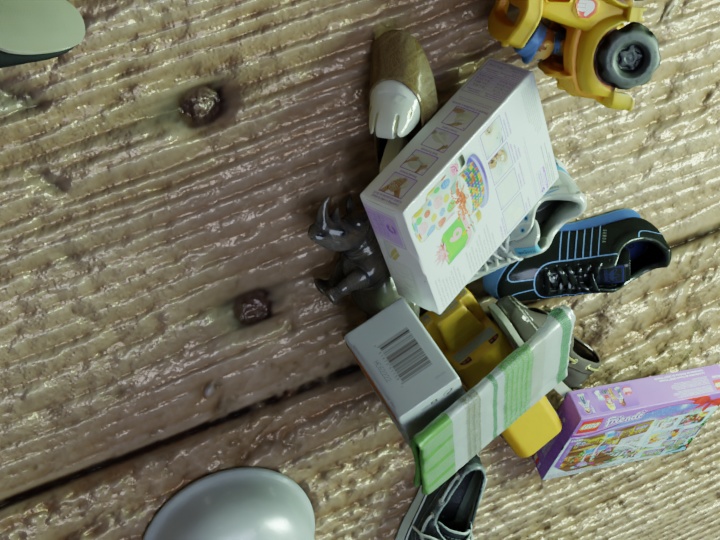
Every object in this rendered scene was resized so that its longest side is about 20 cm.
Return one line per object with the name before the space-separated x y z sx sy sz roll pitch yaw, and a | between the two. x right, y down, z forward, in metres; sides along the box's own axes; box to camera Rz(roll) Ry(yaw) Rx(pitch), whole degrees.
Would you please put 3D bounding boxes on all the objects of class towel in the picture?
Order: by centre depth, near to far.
towel | 0.126 0.125 1.340 0.200 0.031 0.149 -38 155 -15

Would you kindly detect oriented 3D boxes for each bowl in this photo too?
bowl | -0.126 0.315 1.453 0.200 0.090 0.202 -12 121 -20

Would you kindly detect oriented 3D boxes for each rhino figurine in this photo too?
rhino figurine | 0.000 0.000 1.350 0.087 0.060 0.201 -33 130 -10

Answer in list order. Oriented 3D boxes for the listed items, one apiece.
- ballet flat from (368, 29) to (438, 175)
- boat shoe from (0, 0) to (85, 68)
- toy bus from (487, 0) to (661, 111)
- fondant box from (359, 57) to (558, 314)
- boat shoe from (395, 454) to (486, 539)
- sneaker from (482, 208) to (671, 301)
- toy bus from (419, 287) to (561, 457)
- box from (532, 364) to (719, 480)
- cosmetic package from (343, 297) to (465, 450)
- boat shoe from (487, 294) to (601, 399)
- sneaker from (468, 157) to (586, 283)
ballet flat | 0.035 -0.121 1.289 0.067 0.072 0.201 11 127 20
boat shoe | -0.320 -0.192 1.098 0.200 0.074 0.063 -6 156 -33
toy bus | 0.173 -0.253 1.252 0.191 0.136 0.201 -1 114 -11
fondant box | 0.098 -0.080 1.299 0.200 0.058 0.145 -48 141 -23
boat shoe | 0.096 0.290 1.556 0.073 0.068 0.200 11 112 -29
sneaker | 0.229 -0.007 1.445 0.199 0.078 0.070 -21 125 -13
toy bus | 0.137 0.107 1.466 0.065 0.078 0.200 -37 126 -2
box | 0.308 0.173 1.576 0.199 0.039 0.137 -8 146 -21
cosmetic package | 0.053 0.114 1.364 0.071 0.102 0.200 -34 157 -3
boat shoe | 0.198 0.072 1.466 0.059 0.072 0.200 -38 139 8
sneaker | 0.140 -0.033 1.385 0.200 0.087 0.075 -39 128 1
